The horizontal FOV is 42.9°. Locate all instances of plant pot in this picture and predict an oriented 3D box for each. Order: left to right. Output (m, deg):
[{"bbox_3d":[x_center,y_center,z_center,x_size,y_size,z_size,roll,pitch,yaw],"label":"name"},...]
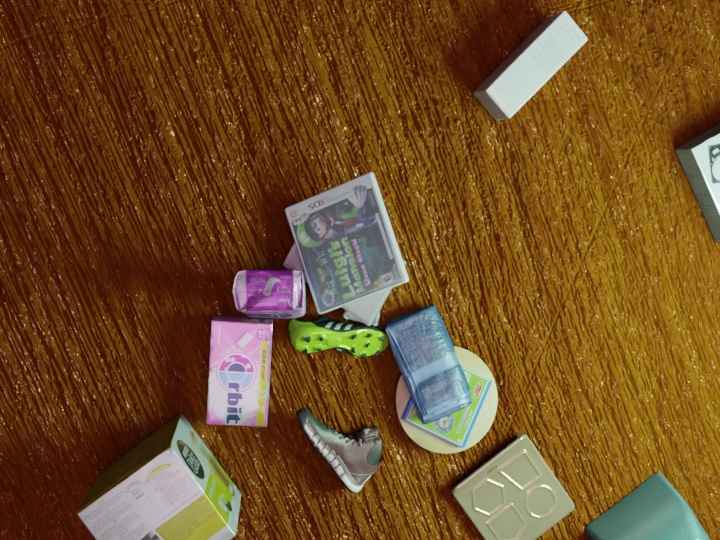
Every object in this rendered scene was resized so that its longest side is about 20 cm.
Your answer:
[{"bbox_3d":[0.584,0.546,1.745,0.195,0.200,0.197,-36,98,-1],"label":"plant pot"}]

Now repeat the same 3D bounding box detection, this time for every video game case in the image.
[{"bbox_3d":[-0.026,-0.047,1.626,0.179,0.023,0.204,-20,86,20],"label":"video game case"}]

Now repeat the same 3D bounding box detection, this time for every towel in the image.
[{"bbox_3d":[0.127,0.173,1.706,0.110,0.049,0.203,-22,86,0],"label":"towel"}]

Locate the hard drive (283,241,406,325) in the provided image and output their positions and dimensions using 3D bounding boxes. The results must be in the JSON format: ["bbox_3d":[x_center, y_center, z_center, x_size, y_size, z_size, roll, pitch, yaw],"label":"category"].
[{"bbox_3d":[-0.030,-0.012,1.656,0.198,0.027,0.133,34,104,15],"label":"hard drive"}]

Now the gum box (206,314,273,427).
[{"bbox_3d":[-0.221,0.189,1.685,0.111,0.066,0.205,3,96,-5],"label":"gum box"}]

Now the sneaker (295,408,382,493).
[{"bbox_3d":[-0.029,0.311,1.724,0.115,0.076,0.201,-38,109,-6],"label":"sneaker"}]

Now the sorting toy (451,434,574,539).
[{"bbox_3d":[0.297,0.444,1.789,0.184,0.036,0.201,-36,103,-1],"label":"sorting toy"}]

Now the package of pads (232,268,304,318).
[{"bbox_3d":[-0.155,0.043,1.605,0.118,0.200,0.077,-1,84,-2],"label":"package of pads"}]

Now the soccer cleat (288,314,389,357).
[{"bbox_3d":[-0.040,0.117,1.698,0.196,0.081,0.069,5,121,-26],"label":"soccer cleat"}]

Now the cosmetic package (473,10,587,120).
[{"bbox_3d":[0.306,-0.369,1.661,0.200,0.101,0.071,-44,100,1],"label":"cosmetic package"}]

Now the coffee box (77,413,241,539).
[{"bbox_3d":[-0.350,0.414,1.630,0.198,0.200,0.199,-35,99,-1],"label":"coffee box"}]

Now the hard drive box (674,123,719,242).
[{"bbox_3d":[0.715,-0.177,1.739,0.154,0.077,0.203,-29,99,-2],"label":"hard drive box"}]

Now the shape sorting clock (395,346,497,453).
[{"bbox_3d":[0.164,0.245,1.746,0.195,0.039,0.205,0,87,1],"label":"shape sorting clock"}]

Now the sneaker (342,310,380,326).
[{"bbox_3d":[0.000,0.000,1.687,0.085,0.075,0.205,4,95,1],"label":"sneaker"}]
